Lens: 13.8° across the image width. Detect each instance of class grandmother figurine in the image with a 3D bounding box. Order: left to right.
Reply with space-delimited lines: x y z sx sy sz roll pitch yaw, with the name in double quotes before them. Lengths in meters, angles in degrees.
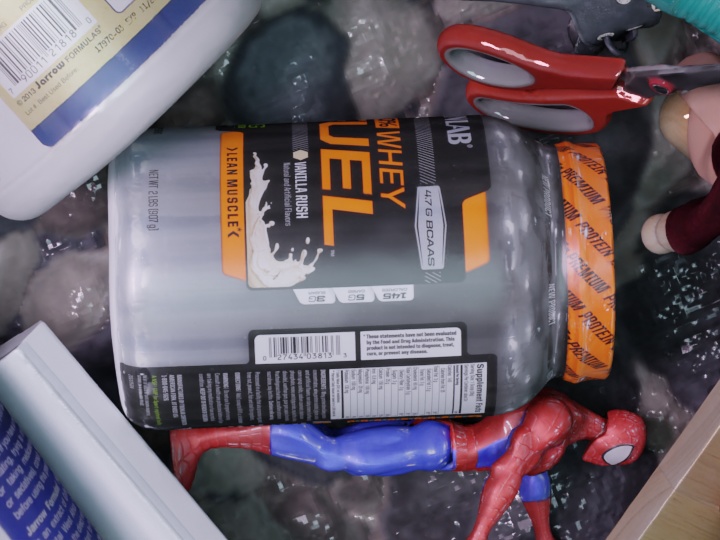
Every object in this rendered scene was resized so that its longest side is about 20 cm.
"grandmother figurine" 0.157 -0.049 1.156 0.060 0.200 0.121 39 97 -8

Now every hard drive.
"hard drive" -0.107 0.123 1.233 0.200 0.027 0.132 51 137 -9

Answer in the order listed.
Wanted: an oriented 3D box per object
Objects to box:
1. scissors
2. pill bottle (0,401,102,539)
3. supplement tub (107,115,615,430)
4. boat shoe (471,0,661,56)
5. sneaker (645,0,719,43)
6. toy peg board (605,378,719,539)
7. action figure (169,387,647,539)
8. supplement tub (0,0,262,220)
"scissors" 0.115 -0.072 1.171 0.073 0.199 0.014 45 61 -44
"pill bottle" -0.180 0.096 1.156 0.119 0.120 0.201 -33 104 5
"supplement tub" 0.000 0.000 1.202 0.198 0.123 0.124 -3 101 -2
"boat shoe" 0.086 -0.117 1.207 0.198 0.075 0.067 11 105 -6
"sneaker" 0.135 -0.177 1.155 0.120 0.084 0.201 17 57 -9
"toy peg board" 0.219 0.106 1.096 0.199 0.098 0.200 25 108 -28
"action figure" 0.024 0.099 1.251 0.198 0.065 0.100 -6 94 1
"supplement tub" -0.150 -0.135 1.159 0.144 0.144 0.200 -41 100 6
